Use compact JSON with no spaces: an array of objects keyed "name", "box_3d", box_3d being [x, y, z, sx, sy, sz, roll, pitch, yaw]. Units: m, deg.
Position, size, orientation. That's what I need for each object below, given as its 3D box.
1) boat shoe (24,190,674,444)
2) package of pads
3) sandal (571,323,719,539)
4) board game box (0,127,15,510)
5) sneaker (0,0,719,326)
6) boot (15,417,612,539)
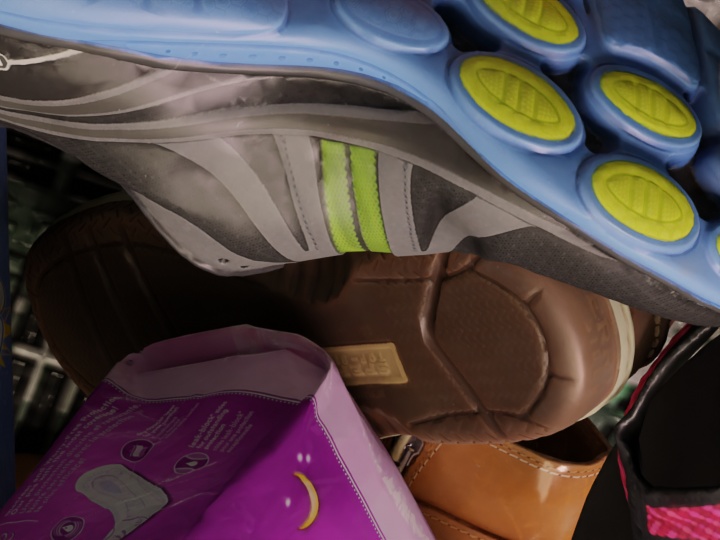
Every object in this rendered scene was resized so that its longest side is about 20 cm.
[{"name":"boat shoe","box_3d":[0.002,0.006,0.758,0.202,0.075,0.075,6,118,44]},{"name":"package of pads","box_3d":[-0.016,0.125,0.722,0.076,0.121,0.200,-3,127,40]},{"name":"sandal","box_3d":[0.097,0.027,0.664,0.045,0.075,0.200,11,136,-33]},{"name":"board game box","box_3d":[-0.149,0.045,0.749,0.135,0.200,0.034,-13,162,27]},{"name":"sneaker","box_3d":[0.001,-0.035,0.646,0.199,0.071,0.083,17,145,-2]},{"name":"boot","box_3d":[-0.023,0.063,0.838,0.200,0.074,0.155,30,123,20]}]
